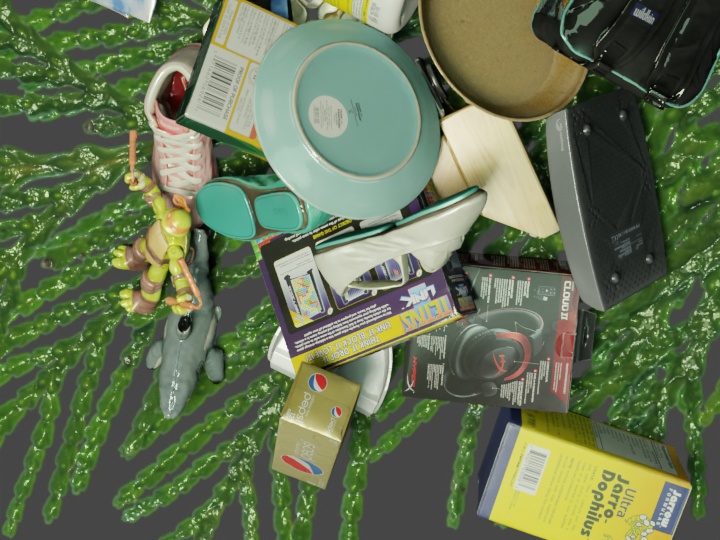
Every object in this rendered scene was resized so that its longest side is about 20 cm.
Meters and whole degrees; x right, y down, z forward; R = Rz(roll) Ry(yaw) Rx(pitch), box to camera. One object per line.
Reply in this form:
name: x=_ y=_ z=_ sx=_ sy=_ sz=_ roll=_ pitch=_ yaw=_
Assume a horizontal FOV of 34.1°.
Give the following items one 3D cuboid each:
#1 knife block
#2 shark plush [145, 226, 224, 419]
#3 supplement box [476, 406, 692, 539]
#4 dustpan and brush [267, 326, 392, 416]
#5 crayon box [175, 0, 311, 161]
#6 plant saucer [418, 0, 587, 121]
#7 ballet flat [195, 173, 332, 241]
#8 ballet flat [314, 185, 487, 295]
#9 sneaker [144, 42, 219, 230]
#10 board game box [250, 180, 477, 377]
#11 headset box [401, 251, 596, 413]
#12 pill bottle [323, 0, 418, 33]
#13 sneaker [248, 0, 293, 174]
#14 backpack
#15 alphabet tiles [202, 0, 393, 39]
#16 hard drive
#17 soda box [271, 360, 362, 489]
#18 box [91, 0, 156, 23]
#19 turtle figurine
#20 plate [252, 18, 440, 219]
knife block: x=0.135 y=-0.148 z=1.202 sx=0.197 sy=0.064 sz=0.178 roll=20 pitch=105 yaw=4
shark plush: x=-0.177 y=0.058 z=1.274 sx=0.090 sy=0.083 sz=0.202 roll=23 pitch=103 yaw=1
supplement box: x=0.232 y=0.223 z=1.245 sx=0.197 sy=0.109 sz=0.111 roll=18 pitch=103 yaw=3
dustpan and brush: x=-0.010 y=0.046 z=1.261 sx=0.138 sy=0.057 sz=0.202 roll=25 pitch=99 yaw=6
crayon box: x=-0.066 y=-0.168 z=1.146 sx=0.198 sy=0.051 sz=0.127 roll=21 pitch=81 yaw=-19
plant saucer: x=0.137 y=-0.240 z=1.156 sx=0.197 sy=0.035 sz=0.203 roll=5 pitch=78 yaw=-25
ballet flat: x=-0.088 y=-0.067 z=1.177 sx=0.199 sy=0.070 sz=0.068 roll=4 pitch=111 yaw=51
ballet flat: x=0.044 y=-0.022 z=1.111 sx=0.198 sy=0.069 sz=0.070 roll=-19 pitch=100 yaw=34
sneaker: x=-0.190 y=-0.130 z=1.223 sx=0.074 sy=0.105 sz=0.203 roll=10 pitch=109 yaw=5
board game box: x=0.000 y=0.000 z=1.197 sx=0.198 sy=0.057 sz=0.167 roll=-22 pitch=84 yaw=26
headset box: x=0.148 y=0.063 z=1.239 sx=0.197 sy=0.075 sz=0.151 roll=5 pitch=102 yaw=6
pill bottle: x=-0.029 y=-0.324 z=1.157 sx=0.198 sy=0.109 sz=0.110 roll=28 pitch=104 yaw=7
sneaker: x=-0.103 y=-0.194 z=1.206 sx=0.077 sy=0.070 sz=0.203 roll=-5 pitch=92 yaw=3
backpack: x=0.272 y=-0.277 z=1.105 sx=0.174 sy=0.154 sz=0.202 roll=23 pitch=107 yaw=-17
alphabet tiles: x=-0.068 y=-0.219 z=1.238 sx=0.200 sy=0.015 sz=0.196 roll=44 pitch=104 yaw=-4
hard drive: x=0.246 y=-0.073 z=1.178 sx=0.042 sy=0.134 sz=0.203 roll=-1 pitch=106 yaw=47
soda box: x=-0.048 y=0.166 z=1.225 sx=0.067 sy=0.200 sz=0.065 roll=21 pitch=66 yaw=2
box: x=-0.286 y=-0.349 z=1.220 sx=0.198 sy=0.048 sz=0.123 roll=22 pitch=104 yaw=2
turtle figurine: x=-0.212 y=-0.033 z=1.231 sx=0.161 sy=0.064 sz=0.202 roll=-42 pitch=70 yaw=51
plate: x=-0.006 y=-0.148 z=1.113 sx=0.197 sy=0.026 sz=0.203 roll=7 pitch=74 yaw=-25
